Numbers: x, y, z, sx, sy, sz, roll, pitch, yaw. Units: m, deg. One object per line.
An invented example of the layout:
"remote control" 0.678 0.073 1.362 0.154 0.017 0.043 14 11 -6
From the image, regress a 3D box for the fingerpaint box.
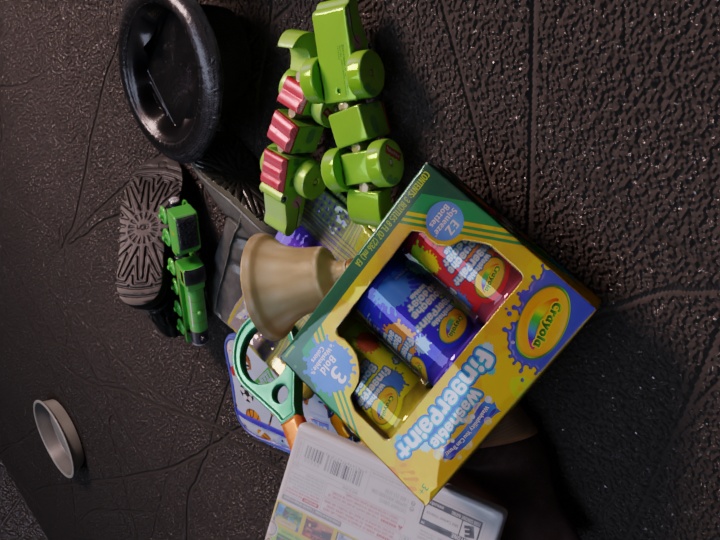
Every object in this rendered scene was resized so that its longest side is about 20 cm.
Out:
"fingerpaint box" 0.060 0.048 0.609 0.167 0.073 0.201 42 106 14

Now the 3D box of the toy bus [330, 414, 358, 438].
"toy bus" 0.036 0.085 0.731 0.079 0.065 0.200 55 132 10

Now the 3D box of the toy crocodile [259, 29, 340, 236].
"toy crocodile" -0.064 -0.130 0.746 0.067 0.061 0.203 35 122 33

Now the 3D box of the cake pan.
"cake pan" -0.717 0.395 1.840 0.199 0.036 0.203 26 128 39

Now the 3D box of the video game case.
"video game case" 0.007 0.254 0.664 0.197 0.023 0.185 18 92 23

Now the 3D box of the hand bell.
"hand bell" 0.000 0.000 0.710 0.197 0.104 0.106 -10 104 22

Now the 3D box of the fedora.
"fedora" -0.177 -0.215 0.823 0.199 0.091 0.204 27 129 39

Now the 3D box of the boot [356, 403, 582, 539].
"boot" 0.081 0.208 0.699 0.198 0.072 0.168 -26 83 17

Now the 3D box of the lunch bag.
"lunch bag" -0.066 0.147 0.889 0.198 0.075 0.163 16 120 36

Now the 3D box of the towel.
"towel" -0.055 0.020 0.798 0.144 0.023 0.201 45 114 27

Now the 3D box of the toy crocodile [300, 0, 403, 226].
"toy crocodile" -0.002 -0.134 0.681 0.067 0.061 0.203 -4 105 37

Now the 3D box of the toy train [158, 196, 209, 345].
"toy train" -0.209 0.007 0.941 0.056 0.041 0.203 39 140 46

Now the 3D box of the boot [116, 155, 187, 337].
"boot" -0.261 -0.028 1.034 0.078 0.215 0.158 5 164 9

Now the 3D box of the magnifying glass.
"magnifying glass" -0.074 0.129 0.760 0.079 0.022 0.202 -36 60 16

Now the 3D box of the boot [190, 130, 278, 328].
"boot" -0.156 -0.041 0.925 0.182 0.072 0.201 51 147 21
